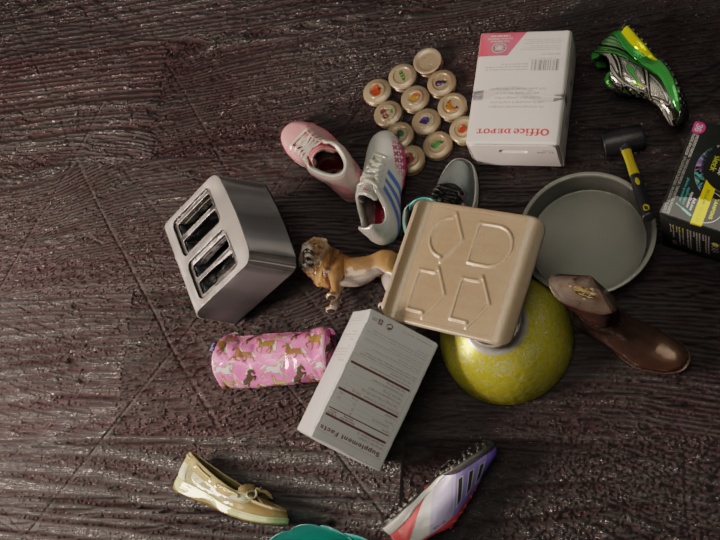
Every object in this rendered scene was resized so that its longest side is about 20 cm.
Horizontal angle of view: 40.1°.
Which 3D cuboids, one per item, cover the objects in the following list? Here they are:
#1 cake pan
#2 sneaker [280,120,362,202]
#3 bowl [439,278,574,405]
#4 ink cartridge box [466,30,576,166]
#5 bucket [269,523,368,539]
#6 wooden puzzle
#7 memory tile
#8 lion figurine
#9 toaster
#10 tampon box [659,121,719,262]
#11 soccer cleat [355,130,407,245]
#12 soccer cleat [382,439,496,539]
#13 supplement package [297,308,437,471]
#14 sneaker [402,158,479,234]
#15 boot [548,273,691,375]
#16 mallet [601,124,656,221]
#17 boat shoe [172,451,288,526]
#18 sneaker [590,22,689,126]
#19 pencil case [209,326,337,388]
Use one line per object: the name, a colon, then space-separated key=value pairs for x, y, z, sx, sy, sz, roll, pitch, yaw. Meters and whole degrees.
cake pan: x=0.335 y=-0.050 z=1.461 sx=0.200 sy=0.037 sz=0.201 roll=-7 pitch=66 yaw=16
sneaker: x=-0.071 y=-0.199 z=1.625 sx=0.075 sy=0.105 sz=0.200 roll=-46 pitch=62 yaw=1
bowl: x=0.201 y=0.086 z=1.425 sx=0.200 sy=0.108 sz=0.201 roll=-6 pitch=69 yaw=17
ink cartridge box: x=0.253 y=-0.268 z=1.548 sx=0.146 sy=0.083 sz=0.200 roll=4 pitch=72 yaw=20
bucket: x=-0.047 y=0.455 z=1.362 sx=0.207 sy=0.135 sz=0.208 roll=-6 pitch=70 yaw=16
wooden puzzle: x=0.147 y=0.002 z=1.393 sx=0.200 sy=0.046 sz=0.186 roll=13 pitch=79 yaw=30
memory tile: x=0.099 y=-0.266 z=1.638 sx=0.153 sy=0.017 sz=0.200 roll=-27 pitch=64 yaw=8
lion figurine: x=0.000 y=0.000 z=1.555 sx=0.200 sy=0.073 sz=0.123 roll=0 pitch=53 yaw=4
toaster: x=-0.201 y=-0.036 z=1.569 sx=0.200 sy=0.119 sz=0.181 roll=-40 pitch=62 yaw=30
tampon box: x=0.536 y=-0.092 z=1.363 sx=0.200 sy=0.126 sz=0.150 roll=19 pitch=79 yaw=24
soccer cleat: x=0.029 y=-0.140 z=1.569 sx=0.070 sy=0.086 sz=0.200 roll=-15 pitch=67 yaw=34
soccer cleat: x=0.125 y=0.321 z=1.399 sx=0.200 sy=0.068 sz=0.073 roll=-40 pitch=87 yaw=-3
supplement package: x=0.008 y=0.171 z=1.434 sx=0.117 sy=0.117 sz=0.200 roll=28 pitch=81 yaw=-10
sneaker: x=0.121 y=-0.098 z=1.512 sx=0.083 sy=0.121 sz=0.200 roll=10 pitch=74 yaw=22
boot: x=0.350 y=0.070 z=1.327 sx=0.186 sy=0.200 sz=0.064 roll=23 pitch=80 yaw=25
mallet: x=0.408 y=-0.144 z=1.438 sx=0.066 sy=0.041 sz=0.200 roll=-17 pitch=42 yaw=6
boat shoe: x=-0.192 y=0.333 z=1.494 sx=0.200 sy=0.073 sz=0.063 roll=14 pitch=81 yaw=30
sneaker: x=0.428 y=-0.285 z=1.508 sx=0.085 sy=0.078 sz=0.200 roll=-37 pitch=54 yaw=11
pencil case: x=-0.131 y=0.135 z=1.538 sx=0.200 sy=0.083 sz=0.087 roll=-5 pitch=109 yaw=17
